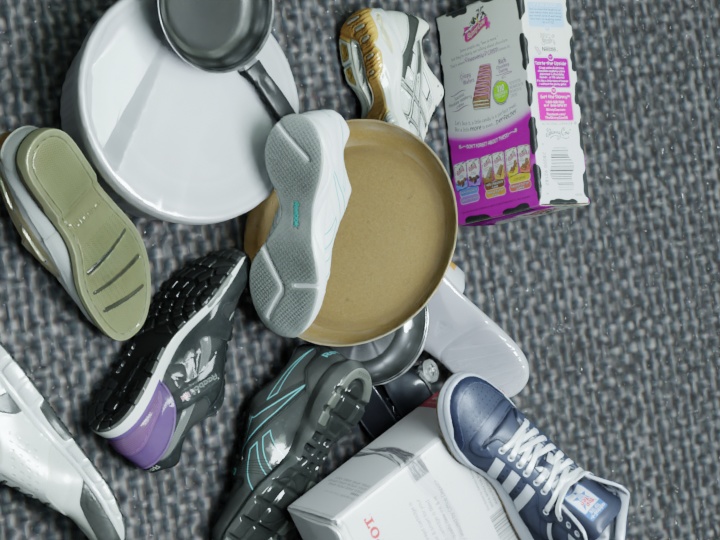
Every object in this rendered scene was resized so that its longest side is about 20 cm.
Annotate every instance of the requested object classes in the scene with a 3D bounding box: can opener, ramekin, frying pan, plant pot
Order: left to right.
[{"bbox_3d":[-0.160,-0.134,1.610,0.201,0.094,0.204,4,82,-30],"label":"ramekin"},{"bbox_3d":[-0.095,-0.199,1.583,0.190,0.031,0.115,37,72,-35],"label":"frying pan"},{"bbox_3d":[-0.006,-0.031,1.652,0.027,0.199,0.201,30,64,-62],"label":"plant pot"},{"bbox_3d":[0.015,0.006,1.675,0.031,0.114,0.191,6,100,-65],"label":"frying pan"},{"bbox_3d":[0.068,0.150,1.734,0.200,0.078,0.063,51,24,-18],"label":"can opener"}]

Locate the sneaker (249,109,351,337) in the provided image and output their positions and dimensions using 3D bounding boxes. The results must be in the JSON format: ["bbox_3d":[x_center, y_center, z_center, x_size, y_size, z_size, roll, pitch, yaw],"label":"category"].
[{"bbox_3d":[-0.041,-0.039,1.604,0.080,0.070,0.201,-28,133,-57],"label":"sneaker"}]

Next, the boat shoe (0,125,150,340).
[{"bbox_3d":[-0.235,-0.033,1.568,0.075,0.068,0.201,-42,125,-32],"label":"boat shoe"}]

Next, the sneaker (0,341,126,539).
[{"bbox_3d":[-0.263,0.152,1.537,0.080,0.074,0.200,-39,99,-13],"label":"sneaker"}]

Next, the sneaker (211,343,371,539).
[{"bbox_3d":[-0.070,0.153,1.645,0.201,0.079,0.075,-55,145,-5],"label":"sneaker"}]

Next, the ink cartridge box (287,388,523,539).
[{"bbox_3d":[0.057,0.210,1.642,0.200,0.085,0.146,-36,111,-27],"label":"ink cartridge box"}]

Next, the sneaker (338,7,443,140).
[{"bbox_3d":[0.042,-0.139,1.740,0.087,0.075,0.201,-6,89,-35],"label":"sneaker"}]

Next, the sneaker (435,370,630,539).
[{"bbox_3d":[0.148,0.164,1.584,0.070,0.108,0.200,-46,116,-23],"label":"sneaker"}]

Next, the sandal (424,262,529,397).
[{"bbox_3d":[0.070,0.034,1.728,0.207,0.079,0.059,44,24,3],"label":"sandal"}]

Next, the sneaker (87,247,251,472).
[{"bbox_3d":[-0.145,0.076,1.617,0.088,0.076,0.200,47,67,-33],"label":"sneaker"}]

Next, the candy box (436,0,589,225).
[{"bbox_3d":[0.138,-0.149,1.761,0.061,0.136,0.201,-3,86,-32],"label":"candy box"}]
